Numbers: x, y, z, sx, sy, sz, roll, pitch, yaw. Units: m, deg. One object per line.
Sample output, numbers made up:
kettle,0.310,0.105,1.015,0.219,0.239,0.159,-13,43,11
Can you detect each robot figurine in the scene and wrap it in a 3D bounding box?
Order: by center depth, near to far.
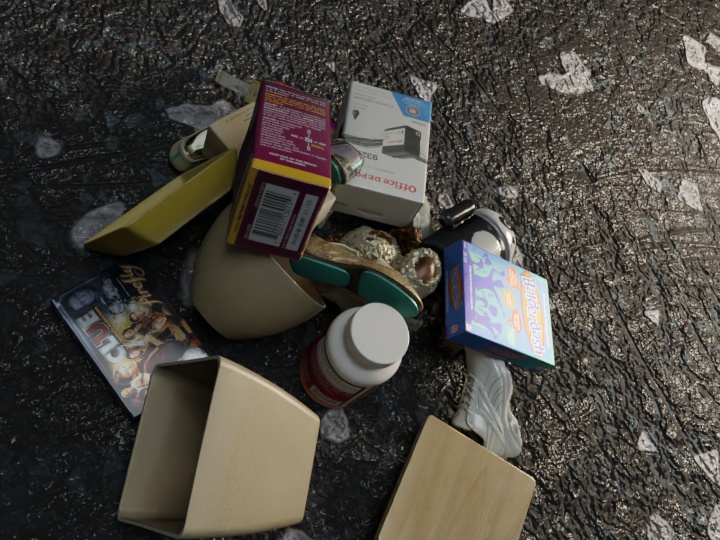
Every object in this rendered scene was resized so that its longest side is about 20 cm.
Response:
robot figurine,0.173,-0.023,1.229,0.199,0.151,0.125,-32,67,-30

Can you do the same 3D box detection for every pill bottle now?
pill bottle,-0.008,0.120,1.043,0.112,0.200,0.114,9,64,-19

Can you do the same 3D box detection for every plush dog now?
plush dog,0.019,0.002,1.156,0.198,0.161,0.173,-4,48,-3

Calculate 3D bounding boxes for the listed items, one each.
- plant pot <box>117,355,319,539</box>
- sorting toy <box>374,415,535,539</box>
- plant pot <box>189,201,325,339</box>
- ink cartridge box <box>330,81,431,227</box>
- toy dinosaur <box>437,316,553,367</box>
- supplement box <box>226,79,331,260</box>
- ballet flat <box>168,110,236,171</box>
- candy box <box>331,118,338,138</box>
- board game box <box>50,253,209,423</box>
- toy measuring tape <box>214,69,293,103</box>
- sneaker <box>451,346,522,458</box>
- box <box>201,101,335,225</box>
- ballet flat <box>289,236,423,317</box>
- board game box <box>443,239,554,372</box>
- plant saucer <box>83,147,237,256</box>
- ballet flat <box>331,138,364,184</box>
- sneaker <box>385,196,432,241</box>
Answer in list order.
plant pot,-0.167,0.232,0.927,0.176,0.199,0.202,21,69,-34
sorting toy,0.133,0.354,1.076,0.198,0.070,0.201,32,59,-7
plant pot,-0.165,0.020,1.048,0.134,0.200,0.201,-40,86,2
ink cartridge box,0.032,-0.189,1.190,0.144,0.084,0.201,13,63,-12
toy dinosaur,0.233,0.078,1.231,0.136,0.086,0.200,44,60,-2
supplement box,-0.105,-0.133,0.961,0.102,0.131,0.201,13,43,-15
ballet flat,-0.218,-0.219,1.185,0.200,0.069,0.070,-36,84,-32
candy box,-0.089,-0.165,1.218,0.136,0.061,0.200,37,58,-3
board game box,-0.317,0.091,1.022,0.135,0.035,0.200,-35,84,-31
toy measuring tape,-0.160,-0.289,1.221,0.199,0.074,0.073,30,52,33
sneaker,0.186,0.207,1.144,0.099,0.078,0.202,-14,89,-18
box,-0.140,-0.144,1.106,0.095,0.078,0.200,-38,82,-31
ballet flat,0.000,0.000,1.020,0.199,0.071,0.065,24,46,2
board game box,0.215,0.057,1.130,0.199,0.045,0.153,22,56,-33
plant saucer,-0.275,-0.086,1.039,0.200,0.199,0.049,-44,109,-31
ballet flat,-0.062,-0.184,1.116,0.072,0.072,0.200,-25,37,-30
sneaker,0.079,-0.131,1.280,0.079,0.074,0.202,16,57,-43
